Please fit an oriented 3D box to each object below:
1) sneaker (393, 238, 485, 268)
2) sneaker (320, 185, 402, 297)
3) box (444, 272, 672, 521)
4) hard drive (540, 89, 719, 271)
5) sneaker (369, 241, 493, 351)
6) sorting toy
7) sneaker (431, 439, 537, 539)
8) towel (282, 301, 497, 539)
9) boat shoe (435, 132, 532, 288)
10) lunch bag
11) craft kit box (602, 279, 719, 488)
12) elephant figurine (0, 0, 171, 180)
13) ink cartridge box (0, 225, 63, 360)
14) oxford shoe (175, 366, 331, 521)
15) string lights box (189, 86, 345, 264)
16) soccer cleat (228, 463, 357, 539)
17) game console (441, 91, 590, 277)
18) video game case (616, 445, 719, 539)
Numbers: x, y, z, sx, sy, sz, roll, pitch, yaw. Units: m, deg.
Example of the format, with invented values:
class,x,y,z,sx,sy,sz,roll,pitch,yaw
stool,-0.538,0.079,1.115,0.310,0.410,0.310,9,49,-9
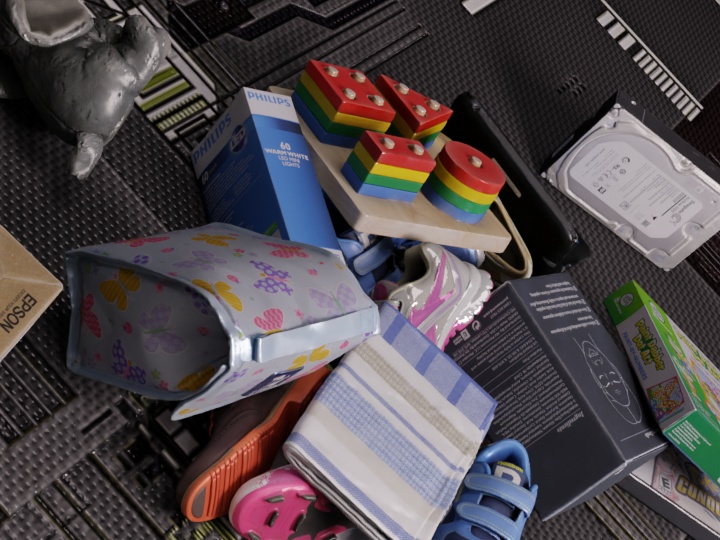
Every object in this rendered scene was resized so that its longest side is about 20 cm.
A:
class,x,y,z,sx,sy,sz,roll,pitch,yaw
sneaker,0.031,-0.045,1.534,0.199,0.076,0.077,27,47,-8
sneaker,0.000,0.000,1.449,0.200,0.082,0.074,47,37,-3
box,0.185,0.115,1.474,0.201,0.107,0.148,57,26,15
hard drive,0.326,-0.100,1.790,0.199,0.140,0.038,36,40,-13
sneaker,0.034,0.057,1.392,0.088,0.081,0.201,41,62,-19
sorting toy,0.037,-0.116,1.479,0.198,0.070,0.200,8,35,-42
sneaker,0.104,0.207,1.309,0.074,0.083,0.200,29,21,-3
towel,0.029,0.132,1.282,0.147,0.024,0.200,43,44,-7
boat shoe,0.114,-0.073,1.604,0.072,0.076,0.200,-39,83,-8
lunch bag,-0.109,0.040,1.219,0.169,0.199,0.128,-15,110,-49
craft kit box,0.336,0.133,1.550,0.200,0.048,0.198,41,17,-34
elephant figurine,-0.278,-0.205,1.349,0.199,0.142,0.155,35,12,-12
ink cartridge box,-0.306,0.080,1.030,0.075,0.165,0.200,42,39,-7
oxford shoe,-0.101,0.132,1.268,0.072,0.072,0.200,25,36,17
string lights box,-0.085,-0.053,1.400,0.059,0.103,0.201,7,52,-37
soccer cleat,-0.034,0.180,1.283,0.199,0.070,0.086,3,32,-38
game console,0.181,-0.100,1.683,0.116,0.176,0.201,-32,78,-22
video game case,0.357,0.205,1.638,0.199,0.026,0.181,35,39,-14
